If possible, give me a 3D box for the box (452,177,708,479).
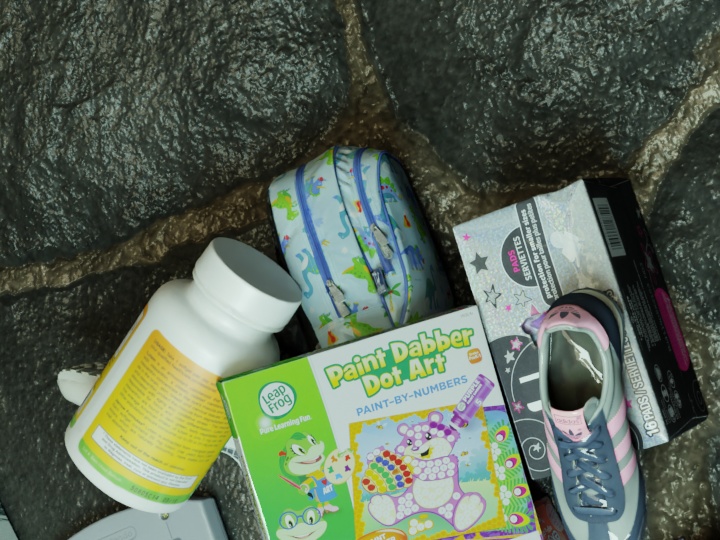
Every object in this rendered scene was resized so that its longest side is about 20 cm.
[{"bbox_3d":[0.165,0.042,1.314,0.115,0.132,0.200,-21,85,24],"label":"box"}]

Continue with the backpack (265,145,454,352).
[{"bbox_3d":[0.000,0.000,1.391,0.154,0.163,0.200,-39,70,13],"label":"backpack"}]

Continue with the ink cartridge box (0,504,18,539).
[{"bbox_3d":[-0.410,0.252,1.630,0.147,0.083,0.200,-34,79,24],"label":"ink cartridge box"}]

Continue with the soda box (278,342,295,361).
[{"bbox_3d":[-0.056,0.124,1.464,0.200,0.063,0.071,38,108,19],"label":"soda box"}]

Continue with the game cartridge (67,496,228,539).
[{"bbox_3d":[-0.196,0.280,1.553,0.200,0.042,0.133,-25,75,25],"label":"game cartridge"}]

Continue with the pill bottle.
[{"bbox_3d":[-0.131,0.078,1.332,0.111,0.111,0.200,41,108,18],"label":"pill bottle"}]

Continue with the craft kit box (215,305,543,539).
[{"bbox_3d":[0.017,0.146,1.276,0.200,0.049,0.198,-17,89,-10],"label":"craft kit box"}]

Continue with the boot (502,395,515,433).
[{"bbox_3d":[0.038,0.189,1.380,0.069,0.174,0.200,-120,36,-51],"label":"boot"}]

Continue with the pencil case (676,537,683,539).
[{"bbox_3d":[0.276,0.298,1.301,0.085,0.084,0.200,-20,82,-10],"label":"pencil case"}]

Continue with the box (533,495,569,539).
[{"bbox_3d":[0.077,0.273,1.391,0.200,0.095,0.103,-31,81,24],"label":"box"}]

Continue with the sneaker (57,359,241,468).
[{"bbox_3d":[-0.167,0.118,1.446,0.200,0.076,0.081,7,105,27],"label":"sneaker"}]

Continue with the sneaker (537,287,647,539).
[{"bbox_3d":[0.153,0.116,1.209,0.070,0.082,0.200,-8,94,23],"label":"sneaker"}]
